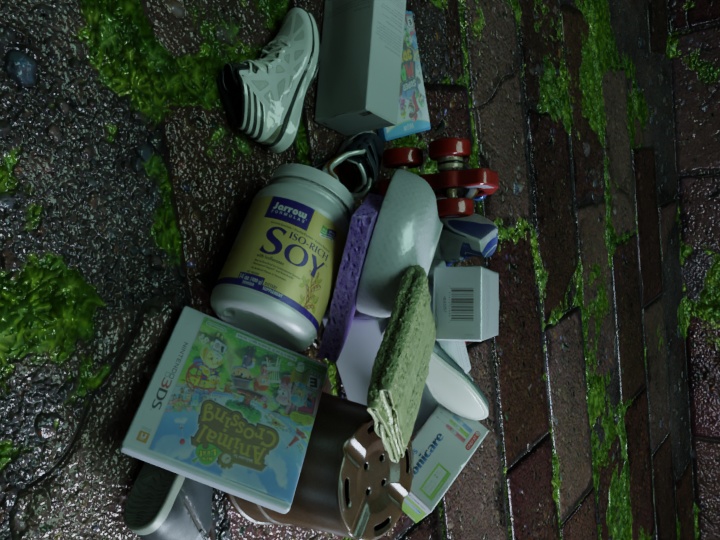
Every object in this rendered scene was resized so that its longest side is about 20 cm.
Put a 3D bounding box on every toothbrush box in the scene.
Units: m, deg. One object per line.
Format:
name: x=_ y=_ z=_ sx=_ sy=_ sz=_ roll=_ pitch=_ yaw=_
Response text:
toothbrush box: x=0.110 y=0.300 z=1.027 sx=0.146 sy=0.085 sz=0.201 roll=-47 pitch=163 yaw=-21

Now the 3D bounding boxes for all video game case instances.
video game case: x=0.062 y=-0.336 z=1.127 sx=0.142 sy=0.017 sz=0.206 roll=-25 pitch=109 yaw=-48
video game case: x=-0.148 y=0.156 z=0.762 sx=0.195 sy=0.022 sz=0.186 roll=24 pitch=53 yaw=-10

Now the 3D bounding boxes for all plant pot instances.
plant pot: x=-0.047 y=0.251 z=0.859 sx=0.197 sy=0.194 sz=0.208 roll=-1 pitch=91 yaw=-48

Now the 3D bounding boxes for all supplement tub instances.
supplement tub: x=-0.094 y=-0.017 z=0.846 sx=0.145 sy=0.143 sz=0.205 roll=40 pitch=60 yaw=-41

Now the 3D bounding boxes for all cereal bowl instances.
cereal bowl: x=0.060 y=-0.029 z=0.891 sx=0.200 sy=0.081 sz=0.206 roll=19 pitch=89 yaw=-83

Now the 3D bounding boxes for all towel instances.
towel: x=0.052 y=0.109 z=0.789 sx=0.151 sy=0.035 sz=0.203 roll=75 pitch=28 yaw=-47

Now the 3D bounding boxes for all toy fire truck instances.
toy fire truck: x=0.130 y=-0.136 z=1.052 sx=0.166 sy=0.195 sz=0.116 roll=-3 pitch=89 yaw=-59

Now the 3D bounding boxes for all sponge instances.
sponge: x=-0.011 y=0.008 z=0.862 sx=0.112 sy=0.029 sz=0.205 roll=-63 pitch=169 yaw=-66

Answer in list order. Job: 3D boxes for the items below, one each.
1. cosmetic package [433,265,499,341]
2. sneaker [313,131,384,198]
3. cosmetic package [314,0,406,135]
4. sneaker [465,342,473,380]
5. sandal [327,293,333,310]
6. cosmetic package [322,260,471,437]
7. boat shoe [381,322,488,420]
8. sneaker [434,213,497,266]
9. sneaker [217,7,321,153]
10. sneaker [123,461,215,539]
cosmetic package: x=0.161 y=0.049 z=0.973 sx=0.199 sy=0.072 sz=0.105 roll=14 pitch=77 yaw=-73
sneaker: x=-0.005 y=-0.157 z=1.004 sx=0.200 sy=0.078 sz=0.080 roll=-45 pitch=121 yaw=-42
cosmetic package: x=0.000 y=-0.318 z=0.986 sx=0.080 sy=0.111 sz=0.207 roll=9 pitch=84 yaw=-48
sneaker: x=0.183 y=0.185 z=1.194 sx=0.071 sy=0.110 sz=0.204 roll=47 pitch=56 yaw=-37
sandal: x=0.000 y=0.000 z=1.008 sx=0.199 sy=0.075 sz=0.044 roll=-33 pitch=115 yaw=-44
cosmetic package: x=0.064 y=0.118 z=1.049 sx=0.199 sy=0.121 sz=0.205 roll=-35 pitch=116 yaw=-42
boat shoe: x=0.116 y=0.132 z=0.936 sx=0.199 sy=0.072 sz=0.062 roll=43 pitch=47 yaw=-10
sneaker: x=0.142 y=-0.032 z=1.095 sx=0.080 sy=0.196 sz=0.119 roll=-27 pitch=120 yaw=-39
sneaker: x=-0.120 y=-0.272 z=0.868 sx=0.114 sy=0.074 sz=0.207 roll=21 pitch=76 yaw=-49
sneaker: x=-0.199 y=0.232 z=0.790 sx=0.203 sy=0.073 sz=0.108 roll=-63 pitch=147 yaw=-32
